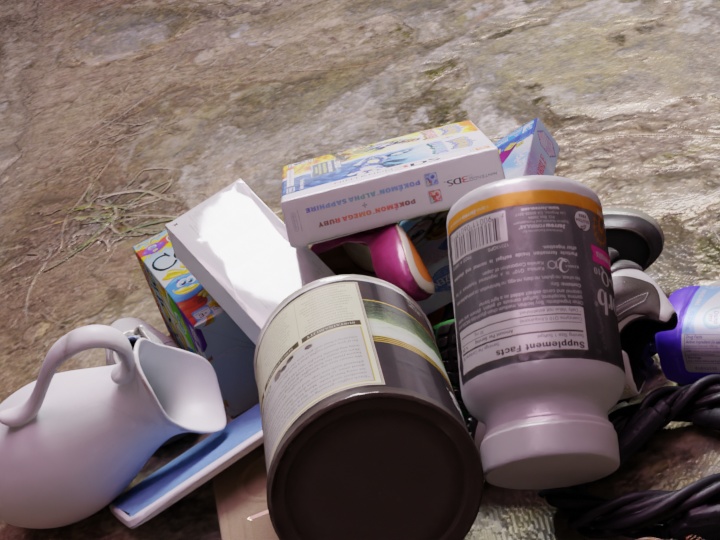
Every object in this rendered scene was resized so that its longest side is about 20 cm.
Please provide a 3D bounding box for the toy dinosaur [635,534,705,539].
[{"bbox_3d":[0.187,0.215,0.985,0.199,0.103,0.136,-26,8,28],"label":"toy dinosaur"}]

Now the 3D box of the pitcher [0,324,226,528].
[{"bbox_3d":[-0.237,0.122,1.278,0.199,0.172,0.122,-30,48,18],"label":"pitcher"}]

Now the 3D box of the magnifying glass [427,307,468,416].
[{"bbox_3d":[0.059,0.071,1.330,0.079,0.023,0.200,18,25,-5],"label":"magnifying glass"}]

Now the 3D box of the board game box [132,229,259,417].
[{"bbox_3d":[-0.125,0.032,1.453,0.104,0.104,0.200,-27,29,-13],"label":"board game box"}]

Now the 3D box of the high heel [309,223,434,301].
[{"bbox_3d":[0.000,0.000,1.285,0.096,0.068,0.200,-30,23,1],"label":"high heel"}]

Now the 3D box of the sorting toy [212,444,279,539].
[{"bbox_3d":[-0.022,0.175,1.221,0.184,0.037,0.200,-21,24,0],"label":"sorting toy"}]

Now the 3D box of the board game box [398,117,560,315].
[{"bbox_3d":[0.078,-0.033,1.392,0.199,0.041,0.200,-30,20,26],"label":"board game box"}]

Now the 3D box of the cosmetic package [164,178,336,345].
[{"bbox_3d":[-0.078,0.011,1.319,0.082,0.051,0.200,-31,53,-18],"label":"cosmetic package"}]

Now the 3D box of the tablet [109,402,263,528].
[{"bbox_3d":[-0.115,0.148,1.287,0.199,0.014,0.130,-33,7,-15],"label":"tablet"}]

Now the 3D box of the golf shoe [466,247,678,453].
[{"bbox_3d":[0.157,0.083,1.167,0.094,0.078,0.201,38,98,32],"label":"golf shoe"}]

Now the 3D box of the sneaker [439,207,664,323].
[{"bbox_3d":[0.163,0.017,1.328,0.199,0.075,0.106,-19,24,24],"label":"sneaker"}]

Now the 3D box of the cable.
[{"bbox_3d":[0.223,0.132,1.114,0.199,0.051,0.164,-13,29,15],"label":"cable"}]

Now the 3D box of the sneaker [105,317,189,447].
[{"bbox_3d":[-0.199,0.082,1.432,0.074,0.087,0.200,-28,28,-10],"label":"sneaker"}]

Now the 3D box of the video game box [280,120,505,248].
[{"bbox_3d":[0.023,-0.077,1.327,0.181,0.047,0.200,-12,12,0],"label":"video game box"}]

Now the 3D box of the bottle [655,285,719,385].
[{"bbox_3d":[0.327,0.049,1.173,0.199,0.066,0.084,-1,33,32],"label":"bottle"}]

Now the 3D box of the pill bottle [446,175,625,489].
[{"bbox_3d":[0.124,0.045,1.093,0.116,0.116,0.201,-11,68,16],"label":"pill bottle"}]

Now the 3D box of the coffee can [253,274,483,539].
[{"bbox_3d":[-0.001,0.108,1.119,0.145,0.147,0.200,-19,24,1],"label":"coffee can"}]

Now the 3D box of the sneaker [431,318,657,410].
[{"bbox_3d":[0.136,0.065,1.261,0.198,0.079,0.085,-5,10,-5],"label":"sneaker"}]
